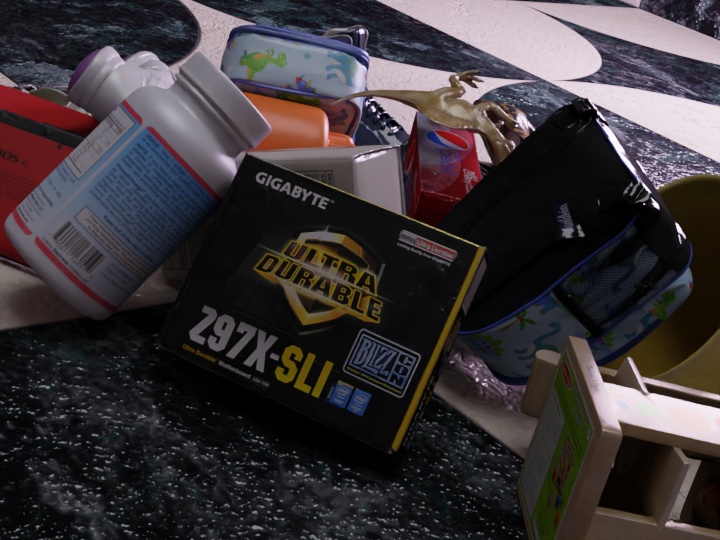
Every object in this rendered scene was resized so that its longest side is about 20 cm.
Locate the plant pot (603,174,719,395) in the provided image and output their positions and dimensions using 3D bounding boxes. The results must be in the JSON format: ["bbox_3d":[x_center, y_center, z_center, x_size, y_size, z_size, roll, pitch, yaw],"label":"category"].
[{"bbox_3d":[0.298,0.042,1.052,0.141,0.201,0.200,34,13,-27],"label":"plant pot"}]

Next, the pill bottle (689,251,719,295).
[{"bbox_3d":[0.329,-0.002,1.228,0.110,0.113,0.200,15,23,1],"label":"pill bottle"}]

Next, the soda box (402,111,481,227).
[{"bbox_3d":[0.076,-0.081,1.171,0.063,0.071,0.201,13,28,-6],"label":"soda box"}]

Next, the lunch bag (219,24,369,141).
[{"bbox_3d":[-0.075,-0.183,1.315,0.159,0.084,0.200,10,-17,-6],"label":"lunch bag"}]

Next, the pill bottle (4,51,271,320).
[{"bbox_3d":[-0.166,-0.067,0.939,0.109,0.200,0.109,45,-2,2],"label":"pill bottle"}]

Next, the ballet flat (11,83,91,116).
[{"bbox_3d":[-0.291,-0.135,1.189,0.071,0.073,0.200,-7,30,-41],"label":"ballet flat"}]

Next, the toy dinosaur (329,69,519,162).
[{"bbox_3d":[0.079,-0.157,1.175,0.198,0.059,0.101,24,29,18],"label":"toy dinosaur"}]

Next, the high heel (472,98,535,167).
[{"bbox_3d":[0.140,-0.118,1.261,0.142,0.072,0.199,40,27,14],"label":"high heel"}]

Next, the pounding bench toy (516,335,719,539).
[{"bbox_3d":[0.200,0.125,0.843,0.154,0.126,0.200,12,23,-7],"label":"pounding bench toy"}]

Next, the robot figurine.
[{"bbox_3d":[-0.104,-0.115,1.213,0.197,0.117,0.145,10,55,-10],"label":"robot figurine"}]

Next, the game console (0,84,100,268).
[{"bbox_3d":[-0.295,-0.086,1.080,0.198,0.174,0.119,19,-15,12],"label":"game console"}]

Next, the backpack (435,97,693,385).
[{"bbox_3d":[0.160,-0.005,1.008,0.147,0.199,0.184,42,18,-32],"label":"backpack"}]

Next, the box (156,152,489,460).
[{"bbox_3d":[-0.027,0.024,0.895,0.198,0.161,0.049,23,-8,17],"label":"box"}]

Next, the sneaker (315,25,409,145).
[{"bbox_3d":[0.010,-0.206,1.456,0.200,0.148,0.077,21,22,11],"label":"sneaker"}]

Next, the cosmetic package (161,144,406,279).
[{"bbox_3d":[-0.067,-0.048,1.019,0.198,0.105,0.087,3,13,29],"label":"cosmetic package"}]

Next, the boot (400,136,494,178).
[{"bbox_3d":[0.095,-0.073,1.311,0.202,0.074,0.153,31,34,24],"label":"boot"}]

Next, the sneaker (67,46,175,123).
[{"bbox_3d":[-0.196,-0.145,1.108,0.099,0.075,0.200,38,11,0],"label":"sneaker"}]
